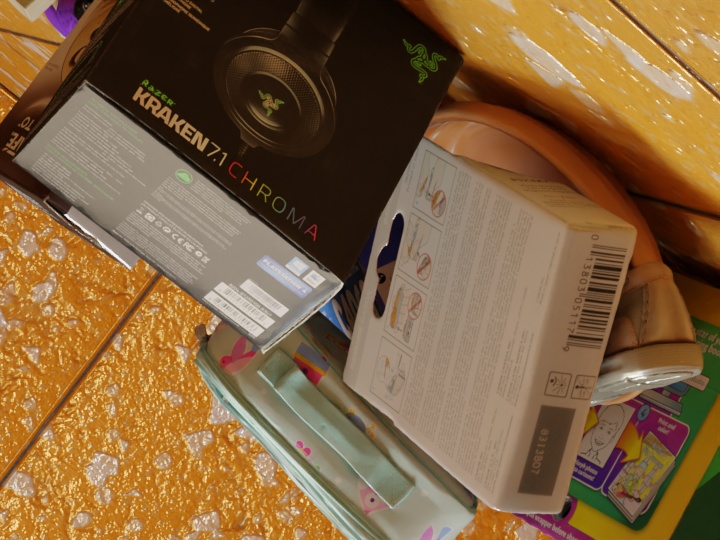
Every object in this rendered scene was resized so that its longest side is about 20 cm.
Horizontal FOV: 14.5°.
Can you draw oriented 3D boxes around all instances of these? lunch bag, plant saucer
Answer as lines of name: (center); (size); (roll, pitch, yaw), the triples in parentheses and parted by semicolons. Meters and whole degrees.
lunch bag: (-0.018, 0.093, 1.712); (0.200, 0.077, 0.160); (45, -175, -2)
plant saucer: (0.104, -0.015, 1.605); (0.200, 0.037, 0.200); (36, 148, 27)

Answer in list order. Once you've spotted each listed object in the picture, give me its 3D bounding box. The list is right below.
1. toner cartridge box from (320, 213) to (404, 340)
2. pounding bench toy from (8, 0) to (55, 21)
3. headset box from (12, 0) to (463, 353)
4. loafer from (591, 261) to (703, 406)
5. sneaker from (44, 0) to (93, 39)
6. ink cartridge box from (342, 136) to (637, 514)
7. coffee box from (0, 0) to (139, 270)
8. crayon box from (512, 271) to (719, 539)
toner cartridge box: (0.000, 0.000, 1.782); (0.200, 0.043, 0.095); (141, 106, -77)
pounding bench toy: (-0.263, -0.247, 1.829); (0.200, 0.124, 0.156); (38, 174, -10)
headset box: (-0.059, -0.092, 1.520); (0.174, 0.200, 0.093); (39, 139, -11)
loafer: (0.120, 0.042, 1.554); (0.072, 0.063, 0.200); (-2, 170, -30)
sneaker: (-0.164, -0.190, 2.023); (0.200, 0.070, 0.100); (28, 163, 34)
ink cartridge box: (0.067, 0.022, 1.546); (0.057, 0.163, 0.200); (7, -165, -24)
coffee box: (-0.129, -0.113, 1.715); (0.080, 0.200, 0.113); (41, 173, -34)
crayon box: (0.171, 0.090, 1.639); (0.058, 0.173, 0.200); (31, 178, -29)
